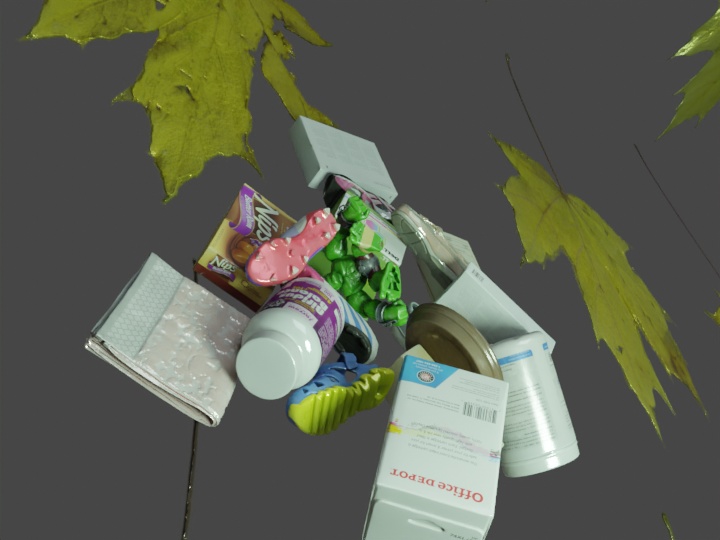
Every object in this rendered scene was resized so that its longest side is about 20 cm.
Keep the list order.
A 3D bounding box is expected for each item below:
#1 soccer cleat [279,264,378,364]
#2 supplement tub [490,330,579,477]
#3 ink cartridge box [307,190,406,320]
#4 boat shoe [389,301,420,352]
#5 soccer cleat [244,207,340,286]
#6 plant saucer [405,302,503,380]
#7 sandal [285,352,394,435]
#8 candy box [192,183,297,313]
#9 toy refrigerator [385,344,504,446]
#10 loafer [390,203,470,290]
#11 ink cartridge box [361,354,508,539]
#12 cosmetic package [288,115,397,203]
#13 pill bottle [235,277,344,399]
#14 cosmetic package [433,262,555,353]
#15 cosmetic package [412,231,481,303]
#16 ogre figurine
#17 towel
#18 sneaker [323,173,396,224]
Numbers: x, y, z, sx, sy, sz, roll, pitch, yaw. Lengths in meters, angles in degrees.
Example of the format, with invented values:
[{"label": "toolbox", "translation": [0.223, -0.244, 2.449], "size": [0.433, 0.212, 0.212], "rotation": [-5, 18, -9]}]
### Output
[{"label": "soccer cleat", "translation": [-0.049, 0.067, 1.282], "size": [0.200, 0.070, 0.086], "rotation": [48, 12, 10]}, {"label": "supplement tub", "translation": [0.257, 0.209, 1.315], "size": [0.131, 0.130, 0.204], "rotation": [-8, 80, -52]}, {"label": "ink cartridge box", "translation": [-0.006, -0.028, 1.425], "size": [0.147, 0.076, 0.201], "rotation": [36, 30, -9]}, {"label": "boat shoe", "translation": [0.135, 0.137, 1.385], "size": [0.201, 0.072, 0.070], "rotation": [45, 31, 5]}, {"label": "soccer cleat", "translation": [-0.107, -0.028, 1.230], "size": [0.067, 0.076, 0.200], "rotation": [54, 47, -7]}, {"label": "plant saucer", "translation": [0.138, 0.144, 1.281], "size": [0.029, 0.201, 0.201], "rotation": [-33, 76, -31]}, {"label": "sandal", "translation": [-0.040, 0.167, 1.158], "size": [0.086, 0.081, 0.198], "rotation": [33, 24, 28]}, {"label": "candy box", "translation": [-0.169, -0.038, 1.273], "size": [0.116, 0.057, 0.201], "rotation": [35, 33, -12]}, {"label": "toy refrigerator", "translation": [0.120, 0.218, 1.265], "size": [0.201, 0.076, 0.070], "rotation": [49, 31, 13]}, {"label": "loafer", "translation": [0.130, -0.044, 1.460], "size": [0.063, 0.072, 0.201], "rotation": [-46, 109, -21]}, {"label": "ink cartridge box", "translation": [0.096, 0.245, 1.059], "size": [0.144, 0.148, 0.202], "rotation": [14, 44, 4]}, {"label": "cosmetic package", "translation": [-0.034, -0.209, 1.629], "size": [0.197, 0.052, 0.152], "rotation": [14, 39, -39]}, {"label": "pill bottle", "translation": [-0.095, 0.091, 1.117], "size": [0.112, 0.113, 0.200], "rotation": [40, 22, -2]}, {"label": "cosmetic package", "translation": [0.212, 0.110, 1.429], "size": [0.200, 0.151, 0.052], "rotation": [44, 28, 3]}, {"label": "cosmetic package", "translation": [0.182, 0.026, 1.575], "size": [0.102, 0.073, 0.202], "rotation": [18, 38, -35]}, {"label": "ogre figurine", "translation": [0.000, 0.000, 1.309], "size": [0.201, 0.119, 0.098], "rotation": [52, 51, -8]}, {"label": "towel", "translation": [-0.233, 0.083, 1.073], "size": [0.189, 0.032, 0.201], "rotation": [36, 32, -12]}, {"label": "sneaker", "translation": [0.007, -0.116, 1.566], "size": [0.199, 0.080, 0.087], "rotation": [39, 21, -27]}]
